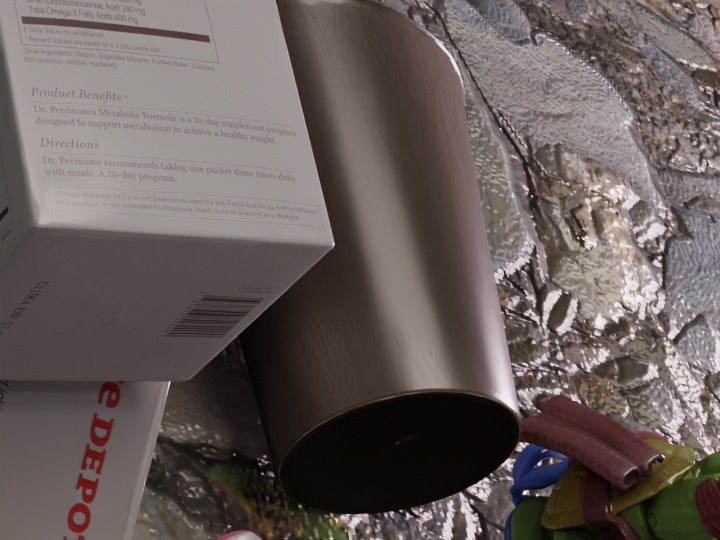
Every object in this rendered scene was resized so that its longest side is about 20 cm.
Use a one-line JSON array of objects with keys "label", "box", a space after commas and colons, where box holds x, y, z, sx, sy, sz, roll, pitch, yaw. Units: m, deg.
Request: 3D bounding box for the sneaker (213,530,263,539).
[{"label": "sneaker", "box": [-0.072, 0.181, 0.708, 0.087, 0.074, 0.200, 39, 41, -1]}]

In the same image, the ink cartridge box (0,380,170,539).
[{"label": "ink cartridge box", "box": [-0.177, 0.033, 0.707, 0.199, 0.084, 0.147, 21, 72, -26]}]

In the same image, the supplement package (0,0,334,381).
[{"label": "supplement package", "box": [-0.100, -0.075, 0.670, 0.109, 0.114, 0.201, 3, 62, -34]}]

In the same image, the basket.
[{"label": "basket", "box": [0.000, 0.000, 0.908, 0.180, 0.135, 0.201, 40, 31, -53]}]

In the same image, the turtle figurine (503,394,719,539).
[{"label": "turtle figurine", "box": [0.156, 0.138, 0.843, 0.143, 0.194, 0.201, 19, 52, -34]}]
